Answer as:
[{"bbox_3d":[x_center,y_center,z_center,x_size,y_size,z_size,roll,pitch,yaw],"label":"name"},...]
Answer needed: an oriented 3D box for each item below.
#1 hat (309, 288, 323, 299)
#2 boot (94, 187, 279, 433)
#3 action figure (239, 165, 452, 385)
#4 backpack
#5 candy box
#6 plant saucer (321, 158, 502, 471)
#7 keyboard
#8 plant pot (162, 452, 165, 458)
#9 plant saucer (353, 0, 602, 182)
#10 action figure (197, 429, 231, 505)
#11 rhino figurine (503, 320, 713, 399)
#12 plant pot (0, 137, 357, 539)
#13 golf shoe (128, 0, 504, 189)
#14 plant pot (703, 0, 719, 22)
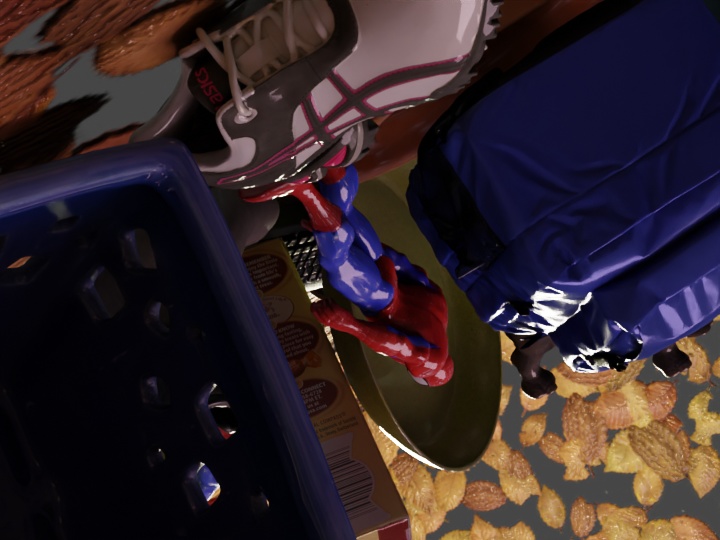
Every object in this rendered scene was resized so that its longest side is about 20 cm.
[{"bbox_3d":[0.053,0.011,1.380,0.200,0.081,0.201,-14,-163,4],"label":"hat"},{"bbox_3d":[-0.073,0.020,0.941,0.068,0.131,0.200,-36,173,21],"label":"boot"},{"bbox_3d":[0.000,0.000,0.981,0.052,0.065,0.200,-20,136,20],"label":"action figure"},{"bbox_3d":[0.112,-0.034,0.993,0.162,0.168,0.200,-27,178,-12],"label":"backpack"},{"bbox_3d":[-0.030,0.095,1.092,0.055,0.200,0.115,-19,145,-9],"label":"candy box"},{"bbox_3d":[0.027,0.021,1.130,0.031,0.200,0.200,-13,-177,26],"label":"plant saucer"},{"bbox_3d":[-0.019,-0.014,1.179,0.200,0.040,0.104,-16,141,-48],"label":"keyboard"},{"bbox_3d":[-0.167,0.132,1.033,0.200,0.190,0.200,-32,172,-5],"label":"plant pot"},{"bbox_3d":[0.060,-0.115,1.012,0.200,0.037,0.200,-33,174,-4],"label":"plant saucer"},{"bbox_3d":[-0.085,0.095,1.092,0.052,0.065,0.200,-23,167,-17],"label":"action figure"},{"bbox_3d":[0.171,0.013,1.109,0.200,0.087,0.060,-13,-145,24],"label":"rhino figurine"},{"bbox_3d":[-0.146,0.086,0.753,0.200,0.200,0.180,-18,171,-35],"label":"plant pot"},{"bbox_3d":[-0.017,-0.084,0.746,0.088,0.077,0.200,-17,163,-36],"label":"golf shoe"},{"bbox_3d":[0.266,-0.185,0.912,0.196,0.200,0.200,-40,174,-13],"label":"plant pot"}]
